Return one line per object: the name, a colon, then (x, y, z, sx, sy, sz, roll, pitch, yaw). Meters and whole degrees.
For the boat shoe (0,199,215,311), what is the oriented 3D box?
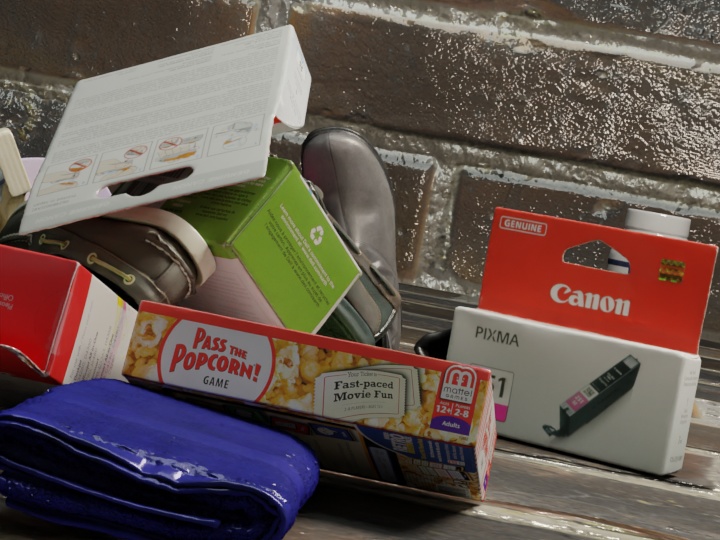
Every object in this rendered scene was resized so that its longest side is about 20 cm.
boat shoe: (-0.178, -0.003, 1.131, 0.200, 0.060, 0.072, 4, -45, 45)

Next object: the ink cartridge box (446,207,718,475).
ink cartridge box: (0.166, 0.051, 1.370, 0.198, 0.176, 0.043, 11, 3, 30)

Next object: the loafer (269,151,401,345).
loafer: (-0.043, -0.028, 1.240, 0.072, 0.063, 0.201, -3, -54, 55)

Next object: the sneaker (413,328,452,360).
sneaker: (0.130, 0.086, 1.487, 0.199, 0.076, 0.079, 0, -24, 42)

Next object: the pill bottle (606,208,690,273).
pill bottle: (0.397, 0.021, 2.455, 0.118, 0.203, 0.120, 10, 3, -1)

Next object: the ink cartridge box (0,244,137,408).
ink cartridge box: (-0.197, 0.033, 1.008, 0.115, 0.068, 0.200, 11, -15, 16)

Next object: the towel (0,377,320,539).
towel: (-0.097, 0.099, 0.870, 0.146, 0.050, 0.200, 17, 3, 3)

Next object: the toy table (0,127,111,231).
toy table: (-0.269, -0.018, 1.388, 0.199, 0.185, 0.117, -36, 17, -21)

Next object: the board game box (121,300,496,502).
board game box: (-0.023, 0.079, 1.017, 0.198, 0.047, 0.152, 11, -18, 8)

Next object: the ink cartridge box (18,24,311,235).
ink cartridge box: (-0.117, -0.076, 1.116, 0.158, 0.048, 0.201, -13, 32, 11)

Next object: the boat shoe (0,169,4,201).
boat shoe: (-0.273, 0.004, 1.143, 0.073, 0.201, 0.065, -29, -67, 37)

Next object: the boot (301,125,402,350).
boot: (0.000, 0.000, 1.339, 0.069, 0.202, 0.132, -14, 21, 7)

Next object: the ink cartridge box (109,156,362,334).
ink cartridge box: (-0.066, 0.017, 1.187, 0.147, 0.076, 0.201, 12, -35, 45)
